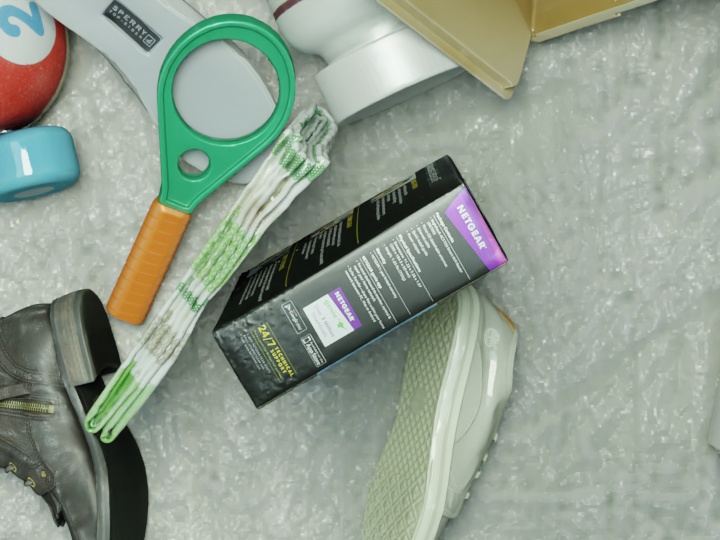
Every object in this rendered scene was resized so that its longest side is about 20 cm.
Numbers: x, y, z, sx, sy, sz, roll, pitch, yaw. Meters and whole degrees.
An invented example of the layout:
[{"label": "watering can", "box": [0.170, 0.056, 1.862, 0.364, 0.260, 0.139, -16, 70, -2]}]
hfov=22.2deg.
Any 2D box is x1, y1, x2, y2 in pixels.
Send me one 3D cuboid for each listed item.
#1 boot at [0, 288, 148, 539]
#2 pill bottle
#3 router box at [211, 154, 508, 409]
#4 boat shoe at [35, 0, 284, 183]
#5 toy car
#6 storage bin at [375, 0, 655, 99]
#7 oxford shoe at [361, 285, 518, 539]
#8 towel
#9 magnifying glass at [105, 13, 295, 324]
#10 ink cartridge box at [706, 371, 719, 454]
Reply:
[{"label": "boot", "box": [-0.225, 0.109, 1.104, 0.173, 0.069, 0.202, -12, 82, 11]}, {"label": "pill bottle", "box": [-0.012, -0.194, 1.059, 0.109, 0.110, 0.201, -24, 90, 5]}, {"label": "router box", "box": [0.000, 0.000, 1.005, 0.149, 0.200, 0.051, -30, 97, 5]}, {"label": "boat shoe", "box": [-0.121, -0.135, 1.091, 0.200, 0.070, 0.071, 41, 105, -18]}, {"label": "toy car", "box": [-0.272, -0.125, 1.041, 0.176, 0.200, 0.186, -15, 87, 9]}, {"label": "storage bin", "box": [0.112, -0.187, 0.956, 0.199, 0.198, 0.094, -14, 58, 37]}, {"label": "oxford shoe", "box": [0.048, 0.107, 1.069, 0.057, 0.075, 0.202, 15, 91, -29]}, {"label": "towel", "box": [-0.079, 0.000, 1.034, 0.031, 0.149, 0.201, 35, 101, -3]}, {"label": "magnifying glass", "box": [-0.101, -0.057, 1.079, 0.079, 0.022, 0.201, 21, 109, -16]}, {"label": "ink cartridge box", "box": [0.287, 0.019, 1.033, 0.146, 0.083, 0.202, 10, 88, 6]}]
